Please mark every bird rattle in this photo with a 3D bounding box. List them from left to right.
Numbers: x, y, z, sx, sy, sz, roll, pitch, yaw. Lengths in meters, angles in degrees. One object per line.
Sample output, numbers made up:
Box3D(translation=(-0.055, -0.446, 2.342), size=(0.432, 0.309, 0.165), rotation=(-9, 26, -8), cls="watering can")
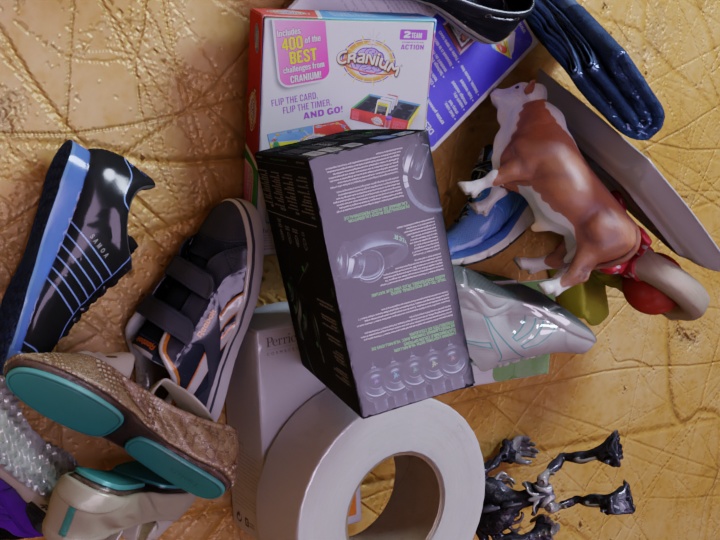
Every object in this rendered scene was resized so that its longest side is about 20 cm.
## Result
Box3D(translation=(0.278, -0.006, 1.058), size=(0.163, 0.200, 0.113), rotation=(29, 75, 6), cls="bird rattle")

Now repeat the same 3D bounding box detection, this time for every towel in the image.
Box3D(translation=(0.206, -0.200, 0.970), size=(0.048, 0.200, 0.112), rotation=(-38, 125, 14), cls="towel")

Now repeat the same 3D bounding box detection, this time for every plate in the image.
Box3D(translation=(0.258, -0.090, 1.024), size=(0.032, 0.200, 0.200), rotation=(-44, 130, 8), cls="plate")

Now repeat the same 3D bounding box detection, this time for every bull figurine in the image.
Box3D(translation=(0.165, -0.076, 0.953), size=(0.121, 0.065, 0.200), rotation=(-38, 83, 2), cls="bull figurine")

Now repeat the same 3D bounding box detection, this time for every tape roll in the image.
Box3D(translation=(0.011, 0.198, 0.910), size=(0.202, 0.071, 0.203), rotation=(-9, 105, -35), cls="tape roll")

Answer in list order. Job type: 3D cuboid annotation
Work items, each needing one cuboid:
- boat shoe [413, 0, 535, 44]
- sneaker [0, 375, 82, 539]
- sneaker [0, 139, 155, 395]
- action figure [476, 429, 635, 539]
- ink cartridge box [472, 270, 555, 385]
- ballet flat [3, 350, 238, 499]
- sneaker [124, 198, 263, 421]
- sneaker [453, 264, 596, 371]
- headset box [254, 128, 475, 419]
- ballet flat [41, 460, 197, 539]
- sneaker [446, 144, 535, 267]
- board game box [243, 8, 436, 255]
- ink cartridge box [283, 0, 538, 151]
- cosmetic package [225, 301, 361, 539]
Box3D(translation=(0.066, -0.254, 0.874), size=(0.199, 0.062, 0.075), rotation=(23, 66, -31), cls="boat shoe")
Box3D(translation=(-0.286, 0.141, 0.767), size=(0.099, 0.070, 0.200), rotation=(-18, 132, 8), cls="sneaker")
Box3D(translation=(-0.219, 0.005, 0.800), size=(0.078, 0.070, 0.201), rotation=(20, 89, -30), cls="sneaker")
Box3D(translation=(0.179, 0.231, 1.088), size=(0.102, 0.199, 0.119), rotation=(10, 66, -70), cls="action figure")
Box3D(translation=(0.097, 0.057, 1.029), size=(0.199, 0.059, 0.104), rotation=(-4, 102, -33), cls="ink cartridge box")
Box3D(translation=(-0.174, 0.103, 0.795), size=(0.200, 0.070, 0.065), rotation=(38, 46, -27), cls="ballet flat")
Box3D(translation=(-0.138, 0.036, 0.855), size=(0.079, 0.078, 0.201), rotation=(9, 97, -40), cls="sneaker")
Box3D(translation=(0.137, 0.054, 0.986), size=(0.200, 0.070, 0.081), rotation=(16, 106, -33), cls="sneaker")
Box3D(translation=(0.000, 0.000, 0.796), size=(0.092, 0.174, 0.201), rotation=(-15, 101, -15), cls="headset box")
Box3D(translation=(-0.183, 0.184, 0.819), size=(0.070, 0.069, 0.200), rotation=(-68, 162, -3), cls="ballet flat")
Box3D(translation=(0.127, -0.072, 1.023), size=(0.200, 0.079, 0.089), rotation=(-37, 99, -18), cls="sneaker")
Box3D(translation=(-0.020, -0.116, 0.887), size=(0.152, 0.040, 0.201), rotation=(-3, 112, -21), cls="board game box")
Box3D(translation=(0.043, -0.217, 0.941), size=(0.200, 0.043, 0.198), rotation=(-47, 121, -14), cls="ink cartridge box")
Box3D(translation=(-0.060, 0.133, 0.934), size=(0.101, 0.071, 0.201), rotation=(-11, 106, -31), cls="cosmetic package")
